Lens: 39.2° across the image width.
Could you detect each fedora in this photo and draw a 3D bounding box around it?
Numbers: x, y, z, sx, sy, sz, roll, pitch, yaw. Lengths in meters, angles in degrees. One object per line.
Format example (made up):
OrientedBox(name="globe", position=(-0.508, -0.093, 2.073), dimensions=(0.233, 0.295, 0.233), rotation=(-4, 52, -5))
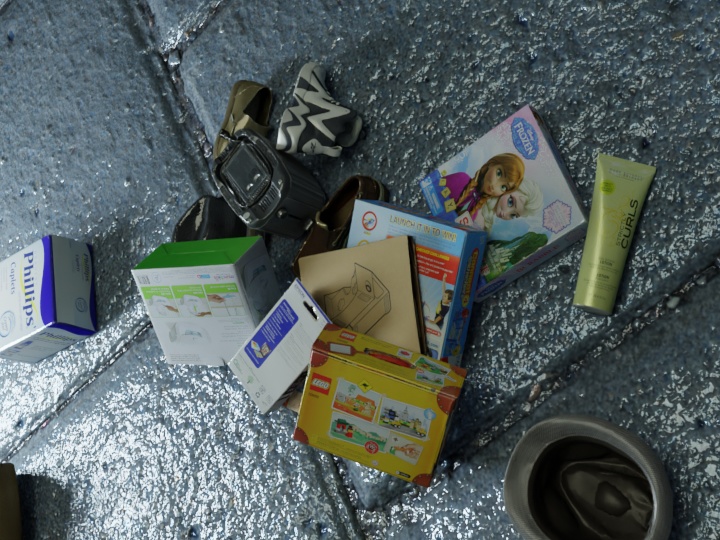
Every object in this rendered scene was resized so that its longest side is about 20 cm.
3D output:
OrientedBox(name="fedora", position=(-0.250, -0.050, 1.673), dimensions=(0.199, 0.091, 0.203), rotation=(-14, 63, 29))
OrientedBox(name="fedora", position=(0.278, 0.266, 1.199), dimensions=(0.198, 0.090, 0.179), rotation=(14, 87, 32))

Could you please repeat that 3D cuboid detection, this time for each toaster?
OrientedBox(name="toaster", position=(-0.147, -0.138, 1.612), dimensions=(0.114, 0.129, 0.200), rotation=(-50, 54, 13))

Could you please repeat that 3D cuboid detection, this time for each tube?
OrientedBox(name="tube", position=(0.316, -0.046, 1.287), dimensions=(0.052, 0.058, 0.202), rotation=(7, 79, 52))

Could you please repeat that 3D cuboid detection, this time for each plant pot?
OrientedBox(name="plant pot", position=(-0.690, 0.478, 1.824), dimensions=(0.185, 0.186, 0.202), rotation=(-30, 74, 26))

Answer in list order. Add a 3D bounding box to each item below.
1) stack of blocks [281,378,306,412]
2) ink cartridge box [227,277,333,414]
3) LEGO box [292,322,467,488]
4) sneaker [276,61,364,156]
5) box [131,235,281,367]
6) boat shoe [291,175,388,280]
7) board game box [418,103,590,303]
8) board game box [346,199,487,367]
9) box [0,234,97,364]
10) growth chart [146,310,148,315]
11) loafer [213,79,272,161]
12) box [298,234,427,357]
OrientedBox(name="stack of blocks", position=(-0.044, 0.164, 1.491), dimensions=(0.199, 0.058, 0.116), rotation=(18, 88, 39))
OrientedBox(name="ink cartridge box", position=(-0.105, 0.108, 1.453), dimensions=(0.100, 0.039, 0.200), rotation=(52, 123, 18))
OrientedBox(name="LEGO box", position=(0.023, 0.177, 1.336), dimensions=(0.198, 0.077, 0.150), rotation=(19, 117, 8))
OrientedBox(name="sneaker", position=(-0.050, -0.250, 1.616), dimensions=(0.200, 0.128, 0.080), rotation=(-74, 1, -49))
OrientedBox(name="box", position=(-0.228, 0.051, 1.570), dimensions=(0.198, 0.097, 0.178), rotation=(-4, 117, 29))
OrientedBox(name="boat shoe", position=(-0.049, -0.068, 1.552), dimensions=(0.203, 0.075, 0.075), rotation=(-51, 53, 13))
OrientedBox(name="board game box", position=(0.197, -0.092, 1.396), dimensions=(0.199, 0.041, 0.202), rotation=(-35, 60, 25))
OrientedBox(name="board game box", position=(0.064, 0.018, 1.406), dimensions=(0.199, 0.056, 0.198), rotation=(20, 103, 37))
OrientedBox(name="box", position=(-0.607, 0.056, 1.917), dimensions=(0.199, 0.105, 0.186), rotation=(-24, 64, 29))
OrientedBox(name="growth chart", position=(-0.288, 0.071, 1.729), dimensions=(0.199, 0.018, 0.146), rotation=(35, 99, 39))
OrientedBox(name="loafer", position=(-0.196, -0.233, 1.712), dimensions=(0.067, 0.076, 0.202), rotation=(-5, 74, 42))
OrientedBox(name="box", position=(0.000, 0.047, 1.408), dimensions=(0.199, 0.021, 0.166), rotation=(-10, 85, 39))
